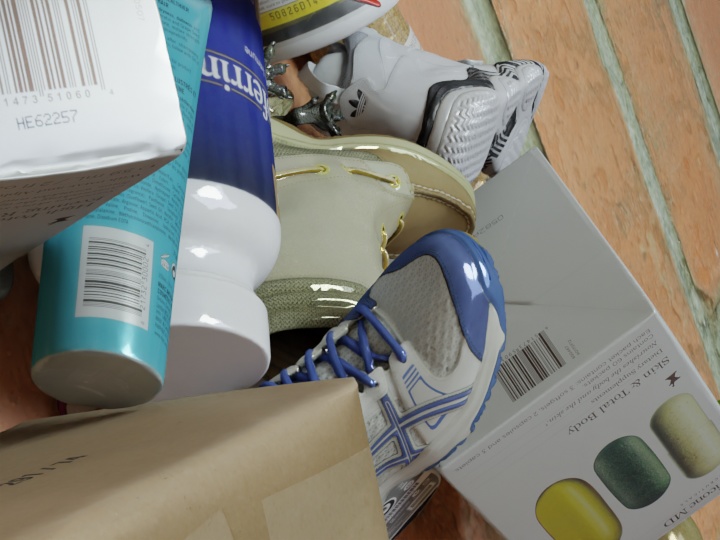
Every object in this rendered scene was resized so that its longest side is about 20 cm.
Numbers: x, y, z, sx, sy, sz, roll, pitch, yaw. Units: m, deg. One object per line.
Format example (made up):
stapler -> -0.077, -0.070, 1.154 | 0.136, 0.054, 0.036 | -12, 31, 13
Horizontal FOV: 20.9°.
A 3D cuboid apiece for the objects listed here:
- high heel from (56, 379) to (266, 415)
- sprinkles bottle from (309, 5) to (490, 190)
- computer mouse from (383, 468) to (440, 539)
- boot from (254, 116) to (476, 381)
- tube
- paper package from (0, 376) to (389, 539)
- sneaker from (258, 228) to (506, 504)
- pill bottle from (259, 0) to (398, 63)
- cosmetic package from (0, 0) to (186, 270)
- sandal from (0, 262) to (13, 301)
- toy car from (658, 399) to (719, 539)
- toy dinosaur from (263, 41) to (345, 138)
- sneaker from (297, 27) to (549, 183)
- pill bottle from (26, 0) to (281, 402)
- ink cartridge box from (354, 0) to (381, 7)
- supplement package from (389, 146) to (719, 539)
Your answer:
high heel -> -0.092, 0.043, 0.981 | 0.199, 0.096, 0.068 | 2, 115, -50
sprinkles bottle -> 0.025, -0.103, 1.247 | 0.201, 0.068, 0.069 | 57, 31, -32
computer mouse -> -0.014, 0.115, 1.051 | 0.044, 0.110, 0.200 | 42, 4, 21
boot -> 0.000, 0.000, 0.992 | 0.199, 0.072, 0.155 | 12, 39, -39
tube -> -0.096, -0.046, 0.785 | 0.077, 0.050, 0.202 | 31, 50, -41
paper package -> -0.110, 0.118, 0.689 | 0.200, 0.189, 0.104 | -22, 101, -55
sneaker -> -0.011, 0.068, 0.867 | 0.088, 0.201, 0.075 | 10, 27, -48
pill bottle -> -0.059, -0.225, 1.091 | 0.201, 0.111, 0.112 | 67, 27, -18
cosmetic package -> -0.148, -0.044, 0.689 | 0.101, 0.200, 0.075 | -9, 82, -29
sandal -> -0.172, -0.085, 0.849 | 0.082, 0.054, 0.202 | 29, 51, -57
toy car -> 0.184, 0.191, 1.334 | 0.157, 0.163, 0.202 | -4, 92, -64
toy dinosaur -> -0.065, -0.084, 1.031 | 0.200, 0.087, 0.048 | -1, 80, -64
sneaker -> 0.039, -0.106, 1.165 | 0.076, 0.114, 0.200 | -69, 166, 17
pill bottle -> -0.095, -0.046, 0.881 | 0.116, 0.115, 0.202 | 33, 44, -55
ink cartridge box -> -0.099, -0.190, 0.879 | 0.199, 0.044, 0.174 | 10, 22, -36
supplement package -> 0.115, 0.067, 1.175 | 0.200, 0.151, 0.151 | 48, 8, -49
